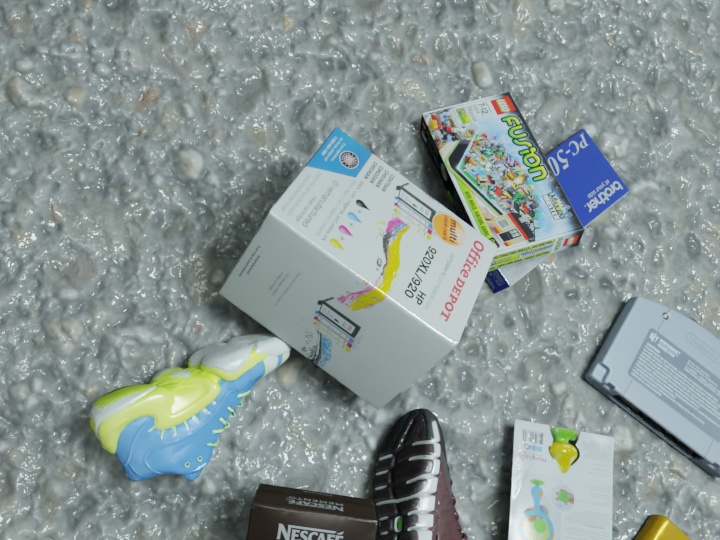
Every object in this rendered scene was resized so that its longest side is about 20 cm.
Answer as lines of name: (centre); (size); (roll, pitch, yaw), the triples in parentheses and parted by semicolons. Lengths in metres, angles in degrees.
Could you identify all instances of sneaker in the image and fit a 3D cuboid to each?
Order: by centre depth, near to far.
sneaker: (-0.151, 0.136, 0.753); (0.200, 0.076, 0.105); (-21, 101, -18)
sneaker: (0.074, 0.248, 0.777); (0.115, 0.076, 0.200); (33, 51, -35)

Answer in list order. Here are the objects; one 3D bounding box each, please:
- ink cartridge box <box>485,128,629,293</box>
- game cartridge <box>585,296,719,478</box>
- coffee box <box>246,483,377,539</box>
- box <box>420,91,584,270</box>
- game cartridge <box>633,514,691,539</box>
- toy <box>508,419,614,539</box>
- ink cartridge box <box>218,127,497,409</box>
ink cartridge box: (0.206, -0.070, 0.896); (0.200, 0.044, 0.094); (-36, 89, -19)
game cartridge: (0.368, 0.127, 0.898); (0.200, 0.040, 0.133); (37, 75, -4)
coffee box: (-0.055, 0.303, 0.694); (0.113, 0.080, 0.201); (8, 87, -2)
box: (0.149, -0.101, 0.851); (0.110, 0.035, 0.200); (-16, 60, -8)
game cartridge: (0.326, 0.395, 0.825); (0.176, 0.032, 0.200); (43, 70, -2)
toy: (0.203, 0.266, 0.816); (0.115, 0.047, 0.200); (12, 71, -8)
ink cartridge box: (0.000, 0.000, 0.753); (0.200, 0.145, 0.147); (36, 47, -5)
